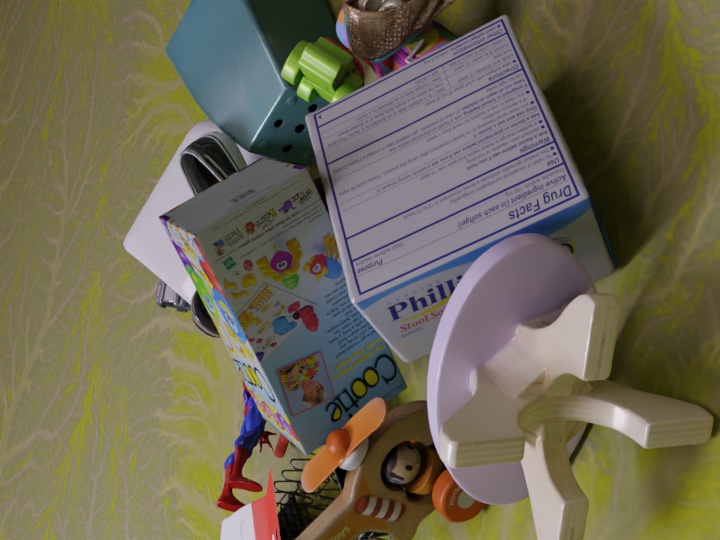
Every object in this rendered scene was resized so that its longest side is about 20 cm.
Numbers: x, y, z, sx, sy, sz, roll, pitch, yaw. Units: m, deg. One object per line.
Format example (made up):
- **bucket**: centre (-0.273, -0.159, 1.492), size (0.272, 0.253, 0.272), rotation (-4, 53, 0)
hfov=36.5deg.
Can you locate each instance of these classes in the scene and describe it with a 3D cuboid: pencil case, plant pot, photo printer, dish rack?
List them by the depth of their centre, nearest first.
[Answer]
- **dish rack**: centre (-0.038, 0.230, 1.008), size (0.201, 0.054, 0.154), rotation (-56, 37, 28)
- **pencil case**: centre (0.045, -0.206, 1.023), size (0.089, 0.088, 0.200), rotation (-62, 34, 19)
- **plant pot**: centre (-0.099, -0.219, 1.204), size (0.142, 0.141, 0.201), rotation (-53, 48, 31)
- **photo printer**: centre (-0.169, -0.071, 1.257), size (0.166, 0.069, 0.201), rotation (35, 94, 39)

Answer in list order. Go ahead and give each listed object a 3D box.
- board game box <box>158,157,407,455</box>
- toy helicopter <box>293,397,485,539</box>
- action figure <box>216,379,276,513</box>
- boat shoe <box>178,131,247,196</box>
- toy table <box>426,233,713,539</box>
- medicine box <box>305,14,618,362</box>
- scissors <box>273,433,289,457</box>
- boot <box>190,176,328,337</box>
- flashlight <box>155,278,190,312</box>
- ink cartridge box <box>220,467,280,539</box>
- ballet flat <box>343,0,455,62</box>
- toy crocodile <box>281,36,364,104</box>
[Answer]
- **board game box**: centre (-0.062, 0.026, 0.875), size (0.103, 0.104, 0.201), rotation (21, 139, 63)
- **toy helicopter**: centre (-0.004, 0.178, 0.850), size (0.200, 0.133, 0.079), rotation (-41, 35, -8)
- **action figure**: centre (-0.105, 0.149, 1.114), size (0.201, 0.051, 0.066), rotation (-86, 13, -45)
- **boat shoe**: centre (-0.129, -0.047, 1.144), size (0.072, 0.071, 0.201), rotation (-31, 94, 38)
- **toy table**: centre (0.124, 0.089, 0.726), size (0.117, 0.182, 0.202), rotation (-129, 28, -63)
- **medicine box**: centre (0.073, -0.063, 0.840), size (0.181, 0.103, 0.201), rotation (-24, 52, 12)
- **scissors**: centre (-0.066, 0.151, 1.033), size (0.200, 0.014, 0.074), rotation (162, 130, -86)
- **boot**: centre (-0.097, 0.008, 1.019), size (0.200, 0.073, 0.151), rotation (-51, 5, -33)
- **flashlight**: centre (-0.207, -0.050, 1.354), size (0.068, 0.067, 0.202), rotation (-5, 75, 58)
- **ink cartridge box**: centre (-0.099, 0.295, 1.002), size (0.201, 0.056, 0.164), rotation (95, 166, -56)
- **ballet flat**: centre (0.067, -0.261, 0.946), size (0.200, 0.065, 0.071), rotation (-40, 41, -4)
- **toy crocodile**: centre (-0.024, -0.180, 1.009), size (0.062, 0.067, 0.200), rotation (-58, -6, 2)
